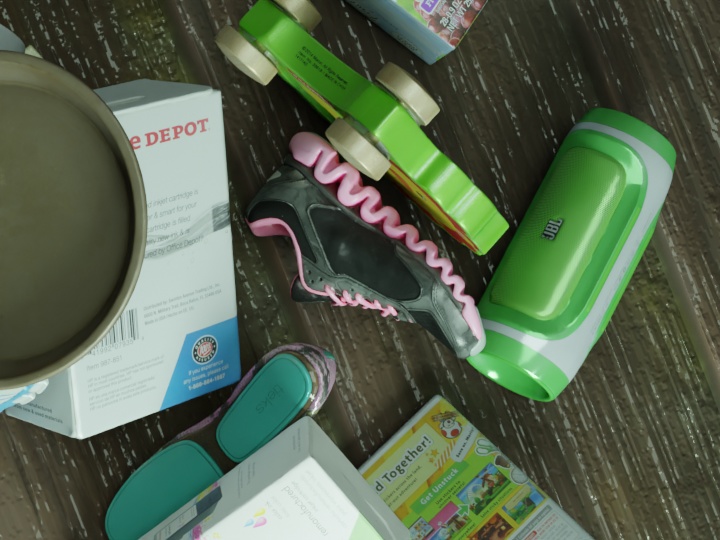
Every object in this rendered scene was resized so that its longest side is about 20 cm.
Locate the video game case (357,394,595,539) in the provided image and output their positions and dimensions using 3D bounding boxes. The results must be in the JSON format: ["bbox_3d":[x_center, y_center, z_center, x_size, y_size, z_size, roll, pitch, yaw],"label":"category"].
[{"bbox_3d":[0.047,0.212,1.534,0.200,0.023,0.182,-42,70,-15],"label":"video game case"}]

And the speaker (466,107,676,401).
[{"bbox_3d":[0.149,-0.012,1.594,0.088,0.088,0.201,31,76,-10],"label":"speaker"}]

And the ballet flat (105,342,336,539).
[{"bbox_3d":[-0.086,0.123,1.510,0.200,0.071,0.069,-45,71,17],"label":"ballet flat"}]

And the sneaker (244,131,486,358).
[{"bbox_3d":[0.000,0.000,1.550,0.095,0.079,0.200,-44,75,-8],"label":"sneaker"}]

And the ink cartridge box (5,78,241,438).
[{"bbox_3d":[-0.160,-0.012,1.451,0.144,0.083,0.202,-18,111,-42],"label":"ink cartridge box"}]

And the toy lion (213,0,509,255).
[{"bbox_3d":[0.013,-0.093,1.534,0.069,0.192,0.200,-47,56,-2],"label":"toy lion"}]

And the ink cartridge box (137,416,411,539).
[{"bbox_3d":[-0.076,0.203,1.464,0.199,0.067,0.117,-37,108,11],"label":"ink cartridge box"}]

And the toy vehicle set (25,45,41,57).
[{"bbox_3d":[-0.258,-0.042,1.516,0.200,0.026,0.125,-41,95,-16],"label":"toy vehicle set"}]

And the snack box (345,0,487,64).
[{"bbox_3d":[0.046,-0.279,1.608,0.168,0.068,0.201,37,74,-9],"label":"snack box"}]

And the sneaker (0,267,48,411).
[{"bbox_3d":[-0.260,0.069,1.408,0.086,0.200,0.075,-8,59,-45],"label":"sneaker"}]

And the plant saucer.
[{"bbox_3d":[-0.217,-0.030,1.342,0.198,0.029,0.202,0,91,14],"label":"plant saucer"}]

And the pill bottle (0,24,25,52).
[{"bbox_3d":[-0.289,-0.068,1.440,0.108,0.109,0.202,23,78,-11],"label":"pill bottle"}]
